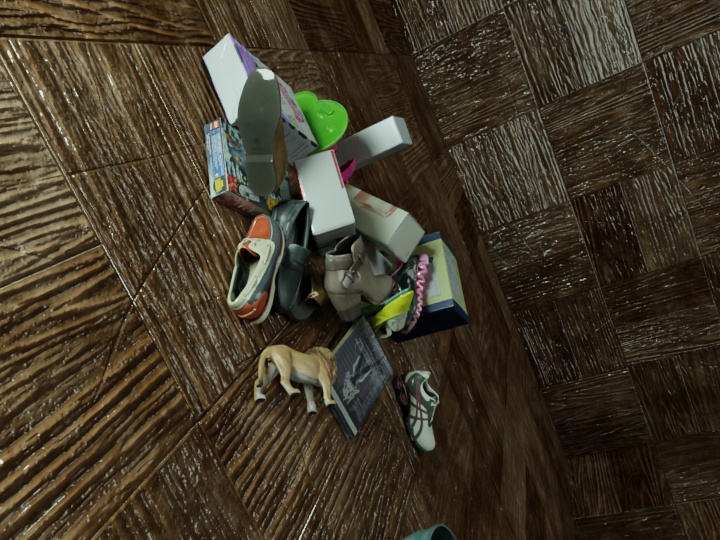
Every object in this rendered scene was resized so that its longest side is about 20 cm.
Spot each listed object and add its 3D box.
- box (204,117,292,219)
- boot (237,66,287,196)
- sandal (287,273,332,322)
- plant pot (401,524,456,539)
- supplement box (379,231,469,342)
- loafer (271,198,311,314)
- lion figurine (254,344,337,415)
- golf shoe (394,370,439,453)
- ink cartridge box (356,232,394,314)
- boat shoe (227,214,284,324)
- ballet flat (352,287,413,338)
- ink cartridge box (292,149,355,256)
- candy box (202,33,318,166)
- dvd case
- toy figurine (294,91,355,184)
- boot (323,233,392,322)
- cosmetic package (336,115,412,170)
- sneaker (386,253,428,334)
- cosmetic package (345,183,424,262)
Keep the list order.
[{"bbox_3d":[-0.191,-0.162,0.980,0.200,0.039,0.139,26,50,-61],"label":"box"},{"bbox_3d":[-0.155,-0.231,0.918,0.076,0.073,0.203,-50,146,-63],"label":"boot"},{"bbox_3d":[-0.080,0.043,1.047,0.199,0.054,0.083,-10,81,-61],"label":"sandal"},{"bbox_3d":[0.096,0.556,0.950,0.201,0.133,0.202,50,30,-42],"label":"plant pot"},{"bbox_3d":[0.144,0.045,1.382,0.134,0.198,0.202,42,36,-54],"label":"supplement box"},{"bbox_3d":[-0.120,-0.026,0.945,0.068,0.070,0.204,24,65,-53],"label":"loafer"},{"bbox_3d":[-0.102,0.159,0.893,0.200,0.072,0.124,37,32,-48],"label":"lion figurine"},{"bbox_3d":[0.149,0.337,1.314,0.203,0.087,0.077,71,21,-4],"label":"golf shoe"},{"bbox_3d":[0.003,0.015,1.248,0.200,0.075,0.149,40,37,-45],"label":"ink cartridge box"},{"bbox_3d":[-0.170,-0.015,0.880,0.063,0.070,0.202,43,39,-44],"label":"boat shoe"},{"bbox_3d":[0.055,0.100,1.148,0.066,0.199,0.068,-20,80,-42],"label":"ballet flat"},{"bbox_3d":[-0.067,-0.125,1.082,0.200,0.083,0.146,96,-23,-80],"label":"ink cartridge box"},{"bbox_3d":[-0.182,-0.312,1.035,0.199,0.071,0.169,24,37,-61],"label":"candy box"},{"bbox_3d":[-0.007,0.203,1.084,0.200,0.016,0.150,-49,119,-48],"label":"dvd case"},{"bbox_3d":[-0.085,-0.279,1.259,0.201,0.149,0.185,56,-3,34],"label":"toy figurine"},{"bbox_3d":[0.000,0.000,1.072,0.200,0.069,0.148,-40,128,-51],"label":"boot"},{"bbox_3d":[0.018,-0.308,1.374,0.072,0.198,0.101,69,22,-3],"label":"cosmetic package"},{"bbox_3d":[0.096,0.046,1.259,0.079,0.094,0.202,123,-19,-62],"label":"sneaker"},{"bbox_3d":[0.033,-0.110,1.250,0.199,0.088,0.103,31,-5,35],"label":"cosmetic package"}]
